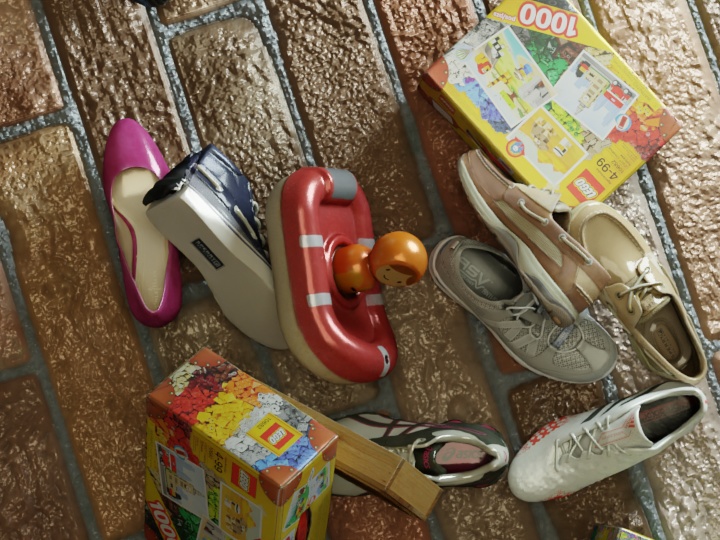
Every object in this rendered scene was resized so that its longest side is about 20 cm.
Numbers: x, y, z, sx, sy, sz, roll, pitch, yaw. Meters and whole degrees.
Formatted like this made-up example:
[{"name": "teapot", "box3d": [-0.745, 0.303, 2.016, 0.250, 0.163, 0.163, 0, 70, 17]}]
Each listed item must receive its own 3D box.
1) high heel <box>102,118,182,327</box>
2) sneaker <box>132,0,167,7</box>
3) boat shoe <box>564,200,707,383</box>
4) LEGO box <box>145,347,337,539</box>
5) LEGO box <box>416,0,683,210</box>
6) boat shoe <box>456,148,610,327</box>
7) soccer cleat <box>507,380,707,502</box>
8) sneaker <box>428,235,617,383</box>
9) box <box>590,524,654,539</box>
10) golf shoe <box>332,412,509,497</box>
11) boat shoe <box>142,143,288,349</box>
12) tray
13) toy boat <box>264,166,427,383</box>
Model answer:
[{"name": "high heel", "box3d": [-0.201, -0.046, 1.693, 0.067, 0.096, 0.200, -5, 85, -4]}, {"name": "sneaker", "box3d": [-0.250, -0.324, 1.741, 0.200, 0.076, 0.077, 32, 61, 0]}, {"name": "boat shoe", "box3d": [0.257, 0.019, 1.695, 0.071, 0.065, 0.200, -41, 112, -6]}, {"name": "LEGO box", "box3d": [-0.106, 0.187, 1.595, 0.149, 0.200, 0.077, 32, 50, 23]}, {"name": "LEGO box", "box3d": [0.175, -0.153, 1.737, 0.149, 0.077, 0.200, -43, 88, -7]}, {"name": "boat shoe", "box3d": [0.156, -0.039, 1.660, 0.072, 0.076, 0.200, -36, 60, 5]}, {"name": "soccer cleat", "box3d": [0.228, 0.155, 1.704, 0.200, 0.085, 0.069, -23, 86, -6]}, {"name": "sneaker", "box3d": [0.149, 0.039, 1.712, 0.200, 0.082, 0.075, 32, 83, 0]}, {"name": "box", "box3d": [0.277, 0.356, 1.667, 0.192, 0.122, 0.200, 22, 83, -1]}, {"name": "golf shoe", "box3d": [0.037, 0.166, 1.691, 0.200, 0.088, 0.077, -4, 86, -1]}, {"name": "boat shoe", "box3d": [-0.109, -0.026, 1.710, 0.200, 0.075, 0.093, 53, 41, -22]}, {"name": "tray", "box3d": [-0.032, 0.152, 1.632, 0.200, 0.099, 0.037, 25, 80, 31]}, {"name": "toy boat", "box3d": [0.000, 0.000, 1.670, 0.131, 0.130, 0.200, -11, 85, 29]}]
